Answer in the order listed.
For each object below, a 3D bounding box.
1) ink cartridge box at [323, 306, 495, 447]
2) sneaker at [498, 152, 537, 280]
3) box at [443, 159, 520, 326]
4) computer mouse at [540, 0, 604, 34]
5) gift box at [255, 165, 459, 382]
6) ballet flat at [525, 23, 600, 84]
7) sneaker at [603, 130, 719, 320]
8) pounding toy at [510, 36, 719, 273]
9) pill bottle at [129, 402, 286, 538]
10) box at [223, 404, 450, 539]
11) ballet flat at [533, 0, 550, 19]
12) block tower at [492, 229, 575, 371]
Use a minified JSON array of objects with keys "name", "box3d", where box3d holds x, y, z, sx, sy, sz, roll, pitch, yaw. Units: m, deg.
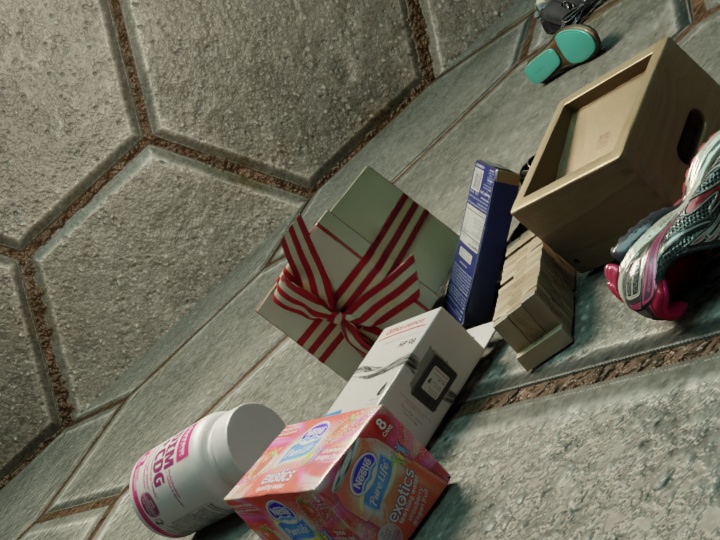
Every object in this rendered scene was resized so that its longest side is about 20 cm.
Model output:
[{"name":"ink cartridge box","box3d":[0.044,0.111,1.166,0.201,0.067,0.116,-54,15,-29]},{"name":"sneaker","box3d":[0.191,-0.068,1.278,0.200,0.099,0.071,-36,14,37]},{"name":"box","box3d":[0.129,-0.016,1.294,0.121,0.032,0.202,-115,37,-78]},{"name":"computer mouse","box3d":[0.408,-0.519,2.325,0.138,0.053,0.200,-45,11,-5]},{"name":"gift box","box3d":[0.000,0.000,1.387,0.201,0.184,0.187,-59,-2,39]},{"name":"ballet flat","box3d":[0.347,-0.373,1.969,0.068,0.068,0.200,-38,8,-26]},{"name":"sneaker","box3d":[0.285,-0.039,0.924,0.200,0.080,0.075,-50,25,4]},{"name":"pounding toy","box3d":[0.280,-0.114,1.121,0.184,0.142,0.201,-28,29,54]},{"name":"pill bottle","box3d":[-0.175,0.233,1.382,0.200,0.113,0.114,-33,14,40]},{"name":"box","box3d":[-0.025,0.195,1.050,0.103,0.095,0.200,-48,12,-28]},{"name":"ballet flat","box3d":[0.425,-0.607,2.559,0.074,0.074,0.200,-47,12,-23]},{"name":"block tower","box3d":[0.170,0.018,1.139,0.054,0.058,0.200,-38,13,23]}]
